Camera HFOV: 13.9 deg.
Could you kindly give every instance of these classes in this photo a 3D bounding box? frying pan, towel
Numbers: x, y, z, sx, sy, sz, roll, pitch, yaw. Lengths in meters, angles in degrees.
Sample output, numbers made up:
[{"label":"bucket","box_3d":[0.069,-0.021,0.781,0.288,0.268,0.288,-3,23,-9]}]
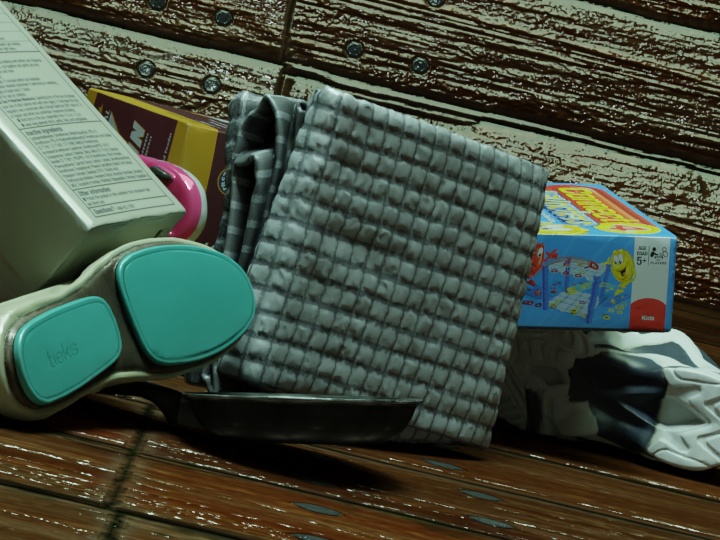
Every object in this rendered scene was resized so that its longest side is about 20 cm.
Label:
[{"label":"frying pan","box_3d":[-0.065,0.066,1.400,0.189,0.031,0.115,1,-2,2]},{"label":"towel","box_3d":[0.000,0.000,1.543,0.085,0.166,0.200,15,-1,44]}]

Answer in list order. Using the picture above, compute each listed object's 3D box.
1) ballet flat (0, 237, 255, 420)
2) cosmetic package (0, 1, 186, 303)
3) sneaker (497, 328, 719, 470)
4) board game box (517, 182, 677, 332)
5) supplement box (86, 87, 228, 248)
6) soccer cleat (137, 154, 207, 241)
[{"label":"ballet flat","box_3d":[-0.128,0.028,1.378,0.069,0.070,0.200,16,16,29]},{"label":"cosmetic package","box_3d":[-0.194,-0.067,1.438,0.200,0.087,0.103,49,23,14]},{"label":"sneaker","box_3d":[0.148,0.066,1.807,0.198,0.080,0.130,13,1,14]},{"label":"board game box","box_3d":[0.067,-0.012,1.733,0.195,0.056,0.200,1,10,-9]},{"label":"supplement box","box_3d":[-0.072,-0.024,1.922,0.199,0.133,0.197,12,5,-26]},{"label":"soccer cleat","box_3d":[-0.165,-0.028,1.807,0.199,0.070,0.086,-8,-13,31]}]
